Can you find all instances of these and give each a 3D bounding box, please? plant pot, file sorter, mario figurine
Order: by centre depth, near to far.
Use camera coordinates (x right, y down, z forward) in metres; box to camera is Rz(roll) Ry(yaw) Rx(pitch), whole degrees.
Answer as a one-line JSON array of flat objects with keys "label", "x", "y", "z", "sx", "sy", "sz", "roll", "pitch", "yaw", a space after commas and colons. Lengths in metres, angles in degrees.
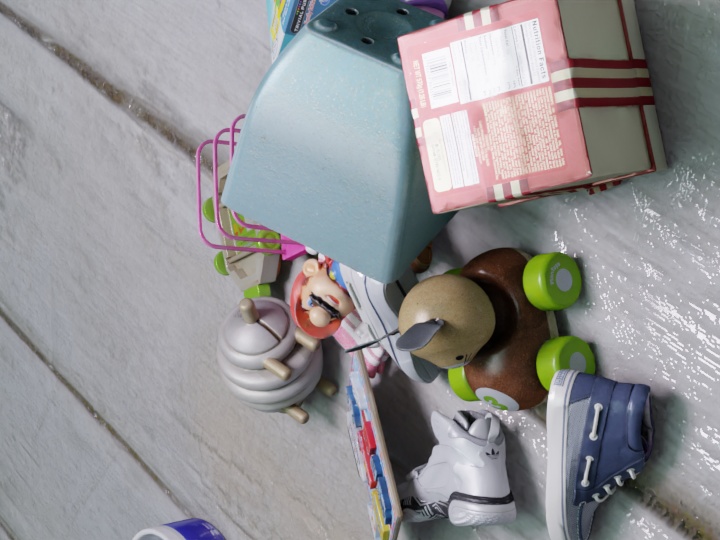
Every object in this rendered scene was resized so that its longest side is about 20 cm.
[{"label": "plant pot", "x": 0.007, "y": -0.148, "z": 1.456, "sx": 0.194, "sy": 0.196, "sz": 0.201, "roll": 26, "pitch": 130, "yaw": 16}, {"label": "mario figurine", "x": -0.011, "y": 0.018, "z": 1.622, "sx": 0.200, "sy": 0.105, "sz": 0.124, "roll": -41, "pitch": 69, "yaw": 44}, {"label": "file sorter", "x": -0.088, "y": -0.104, "z": 1.689, "sx": 0.199, "sy": 0.124, "sz": 0.141, "roll": -23, "pitch": 68, "yaw": 57}]

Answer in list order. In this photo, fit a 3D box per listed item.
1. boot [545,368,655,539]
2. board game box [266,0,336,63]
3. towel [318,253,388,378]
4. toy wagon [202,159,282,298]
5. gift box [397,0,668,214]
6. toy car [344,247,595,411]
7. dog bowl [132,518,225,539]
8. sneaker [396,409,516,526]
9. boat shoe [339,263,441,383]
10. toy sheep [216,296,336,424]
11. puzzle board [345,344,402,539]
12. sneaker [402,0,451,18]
[{"label": "boot", "x": 0.223, "y": 0.186, "z": 1.413, "sx": 0.089, "sy": 0.073, "sz": 0.202, "roll": 9, "pitch": 126, "yaw": 23}, {"label": "board game box", "x": -0.059, "y": -0.323, "z": 1.629, "sx": 0.201, "sy": 0.046, "sz": 0.152, "roll": -100, "pitch": 25, "yaw": -53}, {"label": "towel", "x": 0.000, "y": 0.000, "z": 1.703, "sx": 0.146, "sy": 0.030, "sz": 0.202, "roll": 43, "pitch": 128, "yaw": 39}, {"label": "toy wagon", "x": -0.137, "y": -0.033, "z": 1.856, "sx": 0.155, "sy": 0.039, "sz": 0.202, "roll": -21, "pitch": 81, "yaw": 63}, {"label": "gift box", "x": 0.144, "y": -0.152, "z": 1.344, "sx": 0.198, "sy": 0.186, "sz": 0.187, "roll": -6, "pitch": 93, "yaw": 35}, {"label": "toy car", "x": 0.092, "y": 0.066, "z": 1.452, "sx": 0.164, "sy": 0.198, "sz": 0.160, "roll": -11, "pitch": 88, "yaw": 53}, {"label": "dog bowl", "x": -0.238, "y": 0.440, "z": 2.066, "sx": 0.199, "sy": 0.078, "sz": 0.203, "roll": 14, "pitch": 107, "yaw": 51}, {"label": "sneaker", "x": 0.093, "y": 0.203, "z": 1.590, "sx": 0.199, "sy": 0.074, "sz": 0.116, "roll": -11, "pitch": 79, "yaw": 60}, {"label": "boat shoe", "x": 0.035, "y": 0.040, "z": 1.564, "sx": 0.066, "sy": 0.074, "sz": 0.201, "roll": 20, "pitch": 150, "yaw": 32}, {"label": "toy sheep", "x": -0.103, "y": 0.098, "z": 1.771, "sx": 0.138, "sy": 0.137, "sz": 0.201, "roll": 45, "pitch": 158, "yaw": 38}, {"label": "puzzle board", "x": 0.010, "y": 0.203, "z": 1.658, "sx": 0.151, "sy": 0.017, "sz": 0.202, "roll": 98, "pitch": 161, "yaw": -60}, {"label": "sneaker", "x": 0.022, "y": -0.223, "z": 1.576, "sx": 0.199, "sy": 0.080, "sz": 0.090, "roll": -25, "pitch": 67, "yaw": 52}]
